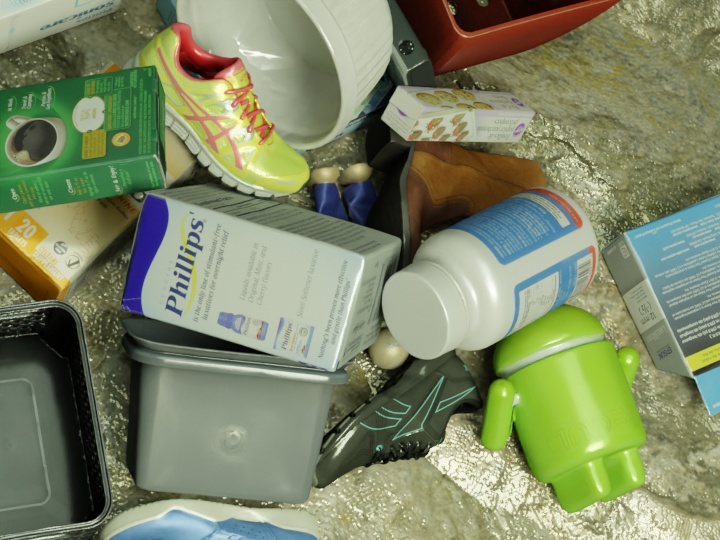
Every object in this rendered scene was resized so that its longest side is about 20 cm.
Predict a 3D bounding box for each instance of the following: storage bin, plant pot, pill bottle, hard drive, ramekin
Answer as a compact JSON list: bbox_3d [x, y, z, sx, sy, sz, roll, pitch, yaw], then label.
[{"bbox_3d":[-0.122,0.125,1.540,0.198,0.145,0.136,8,96,-15],"label":"storage bin"},{"bbox_3d":[0.118,-0.302,1.740,0.198,0.176,0.201,-17,77,-22],"label":"plant pot"},{"bbox_3d":[-0.297,0.139,1.490,0.134,0.094,0.202,-6,74,-20],"label":"storage bin"},{"bbox_3d":[0.115,0.005,1.576,0.199,0.112,0.113,-25,79,-39],"label":"pill bottle"},{"bbox_3d":[0.014,-0.254,1.698,0.033,0.140,0.201,-28,73,-1],"label":"hard drive"},{"bbox_3d":[-0.062,-0.222,1.597,0.200,0.200,0.105,45,56,2],"label":"ramekin"}]

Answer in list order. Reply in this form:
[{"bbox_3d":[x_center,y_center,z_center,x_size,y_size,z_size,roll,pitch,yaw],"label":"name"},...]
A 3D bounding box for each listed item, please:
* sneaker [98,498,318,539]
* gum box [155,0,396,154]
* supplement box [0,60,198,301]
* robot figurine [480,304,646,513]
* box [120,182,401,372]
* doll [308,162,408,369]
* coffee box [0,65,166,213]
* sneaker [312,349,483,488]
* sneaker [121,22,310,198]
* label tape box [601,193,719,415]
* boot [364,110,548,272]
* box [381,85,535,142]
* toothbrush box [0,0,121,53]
[{"bbox_3d":[-0.125,0.265,1.500,0.198,0.077,0.112,7,51,-22],"label":"sneaker"},{"bbox_3d":[-0.081,-0.216,1.717,0.169,0.045,0.201,-26,80,-24],"label":"gum box"},{"bbox_3d":[-0.255,-0.077,1.592,0.126,0.074,0.200,42,64,1],"label":"supplement box"},{"bbox_3d":[0.197,0.122,1.643,0.174,0.116,0.202,-13,75,-28],"label":"robot figurine"},{"bbox_3d":[-0.083,0.001,1.524,0.198,0.184,0.106,17,98,10],"label":"box"},{"bbox_3d":[0.000,0.000,1.660,0.135,0.048,0.202,-8,73,-33],"label":"doll"},{"bbox_3d":[-0.269,-0.111,1.514,0.198,0.044,0.124,-9,47,2],"label":"coffee box"},{"bbox_3d":[0.033,0.144,1.606,0.200,0.075,0.079,-38,87,-25],"label":"sneaker"},{"bbox_3d":[-0.120,-0.146,1.581,0.199,0.090,0.078,37,32,-8],"label":"sneaker"},{"bbox_3d":[0.351,0.038,1.755,0.142,0.066,0.202,-20,80,-23],"label":"label tape box"},{"bbox_3d":[0.099,-0.049,1.687,0.198,0.069,0.190,18,46,-28],"label":"boot"},{"bbox_3d":[0.097,-0.151,1.695,0.041,0.039,0.199,43,27,28],"label":"box"},{"bbox_3d":[-0.329,-0.325,1.654,0.145,0.085,0.201,-23,80,-24],"label":"toothbrush box"}]
